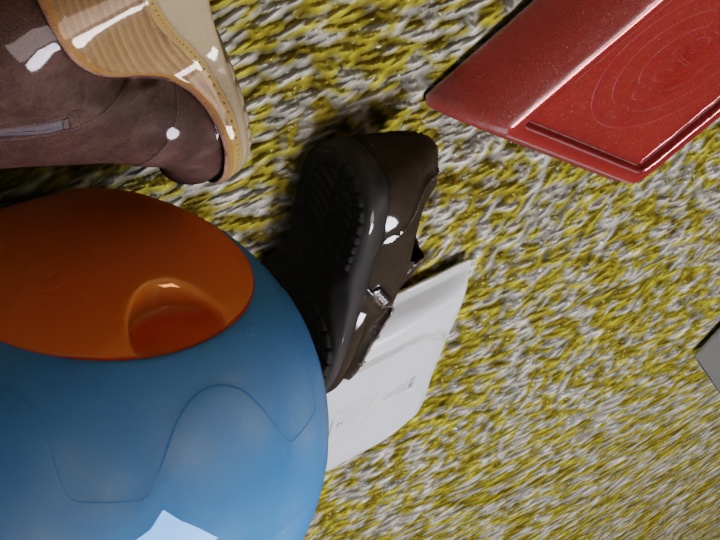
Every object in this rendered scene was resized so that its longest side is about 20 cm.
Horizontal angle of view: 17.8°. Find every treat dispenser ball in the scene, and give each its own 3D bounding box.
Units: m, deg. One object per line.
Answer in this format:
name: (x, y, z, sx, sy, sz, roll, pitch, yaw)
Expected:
treat dispenser ball: (-0.113, 0.067, 0.952, 0.200, 0.201, 0.201, -30, 160, -12)

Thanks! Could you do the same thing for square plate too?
square plate: (-0.025, 0.086, 1.401, 0.198, 0.028, 0.200, -26, 160, -21)

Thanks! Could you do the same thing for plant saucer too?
plant saucer: (0.158, -0.117, 1.169, 0.199, 0.037, 0.200, -40, 153, 20)

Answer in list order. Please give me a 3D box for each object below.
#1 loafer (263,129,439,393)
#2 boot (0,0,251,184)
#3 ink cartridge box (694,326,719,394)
loafer: (0.000, 0.000, 1.165, 0.071, 0.073, 0.200, -22, 157, -27)
boot: (-0.131, -0.064, 0.852, 0.166, 0.073, 0.200, -20, 161, -4)
ink cartridge box: (0.392, 0.036, 1.871, 0.200, 0.083, 0.146, -18, 155, -39)
